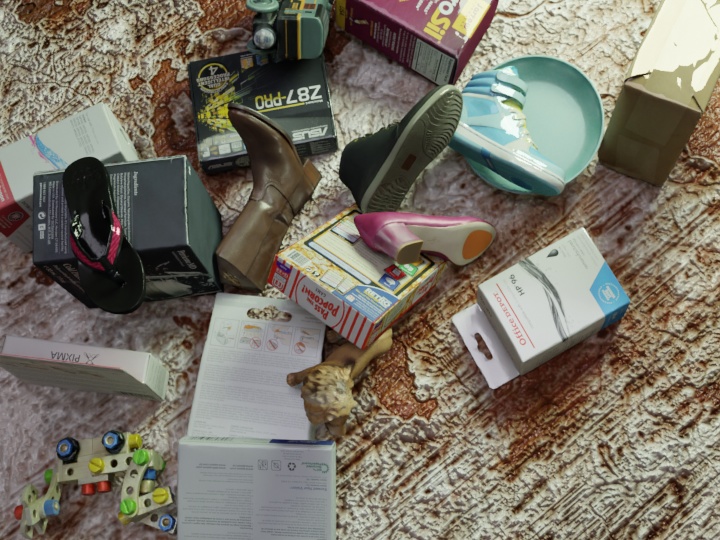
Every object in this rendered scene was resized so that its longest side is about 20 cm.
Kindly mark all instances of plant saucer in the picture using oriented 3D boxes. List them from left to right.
[{"bbox_3d":[0.231,-0.193,1.335,0.196,0.036,0.204,-4,72,13],"label":"plant saucer"}]

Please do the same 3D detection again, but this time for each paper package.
[{"bbox_3d":[0.396,-0.243,1.261,0.102,0.201,0.193,24,74,12],"label":"paper package"}]

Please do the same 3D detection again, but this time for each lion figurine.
[{"bbox_3d":[-0.013,0.111,1.192,0.073,0.122,0.201,48,58,-16],"label":"lion figurine"}]

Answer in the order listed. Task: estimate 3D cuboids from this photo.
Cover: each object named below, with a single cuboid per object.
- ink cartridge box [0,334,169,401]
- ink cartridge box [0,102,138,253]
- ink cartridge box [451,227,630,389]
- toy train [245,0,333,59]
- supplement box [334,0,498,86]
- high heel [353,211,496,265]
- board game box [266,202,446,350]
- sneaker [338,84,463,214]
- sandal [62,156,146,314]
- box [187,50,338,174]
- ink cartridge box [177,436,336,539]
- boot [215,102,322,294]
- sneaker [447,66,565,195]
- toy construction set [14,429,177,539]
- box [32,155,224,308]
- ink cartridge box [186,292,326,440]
[{"bbox_3d":[-0.356,0.113,1.223,0.195,0.177,0.046,6,71,7],"label":"ink cartridge box"},{"bbox_3d":[-0.401,-0.123,1.325,0.197,0.146,0.084,-26,71,-3],"label":"ink cartridge box"},{"bbox_3d":[0.225,0.049,1.246,0.198,0.068,0.117,-29,70,-4],"label":"ink cartridge box"},{"bbox_3d":[-0.097,-0.357,1.376,0.111,0.087,0.201,5,33,1],"label":"toy train"},{"bbox_3d":[0.077,-0.369,1.374,0.198,0.103,0.132,30,75,6],"label":"supplement box"},{"bbox_3d":[0.086,-0.051,1.268,0.197,0.068,0.096,-14,40,-38],"label":"high heel"},{"bbox_3d":[0.000,0.000,1.234,0.150,0.047,0.199,34,36,15],"label":"board game box"},{"bbox_3d":[0.044,-0.174,1.284,0.201,0.074,0.106,-52,47,12],"label":"sneaker"},{"bbox_3d":[-0.304,-0.042,1.131,0.074,0.045,0.203,-21,75,-1],"label":"sandal"},{"bbox_3d":[-0.138,-0.233,1.389,0.196,0.049,0.164,-10,72,0],"label":"box"},{"bbox_3d":[-0.126,0.306,1.193,0.192,0.043,0.205,1,94,6],"label":"ink cartridge box"},{"bbox_3d":[-0.150,-0.088,1.284,0.064,0.186,0.202,11,67,51],"label":"boot"},{"bbox_3d":[0.203,-0.192,1.281,0.198,0.080,0.132,32,85,21],"label":"sneaker"},{"bbox_3d":[-0.324,0.269,1.218,0.195,0.092,0.134,-5,70,-8],"label":"toy construction set"},{"bbox_3d":[-0.290,-0.044,1.259,0.192,0.200,0.127,-8,72,3],"label":"box"},{"bbox_3d":[-0.128,0.138,1.265,0.156,0.047,0.204,6,68,7],"label":"ink cartridge box"}]
